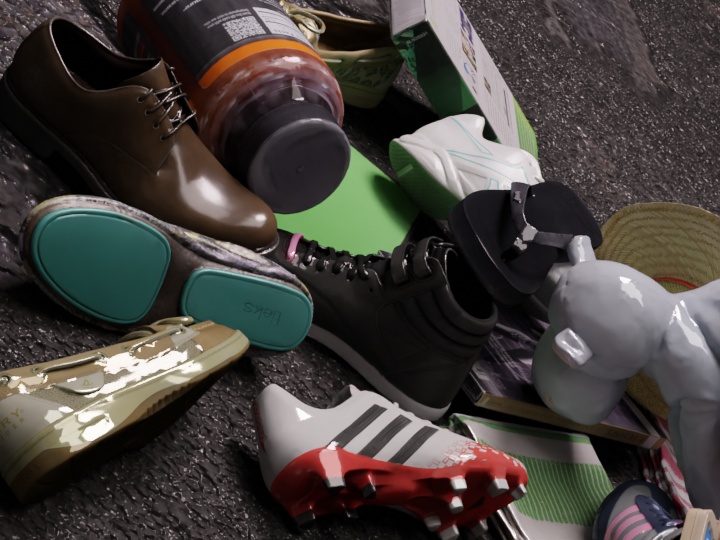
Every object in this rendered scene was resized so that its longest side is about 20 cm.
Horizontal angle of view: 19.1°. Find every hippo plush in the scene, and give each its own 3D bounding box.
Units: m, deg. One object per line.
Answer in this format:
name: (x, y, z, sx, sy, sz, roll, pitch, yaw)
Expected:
hippo plush: (0.193, 0.064, 1.351, 0.160, 0.200, 0.160, 10, 50, -10)

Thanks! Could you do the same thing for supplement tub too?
supplement tub: (-0.079, -0.120, 1.380, 0.107, 0.107, 0.200, 18, 26, -39)

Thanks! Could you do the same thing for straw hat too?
straw hat: (0.224, 0.056, 1.507, 0.201, 0.201, 0.085, 41, 55, -1)

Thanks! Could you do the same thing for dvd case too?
dvd case: (0.109, 0.056, 1.470, 0.199, 0.016, 0.149, 16, 28, -44)

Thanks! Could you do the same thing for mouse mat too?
mouse mat: (-0.035, -0.060, 1.487, 0.161, 0.008, 0.200, 40, 25, -4)

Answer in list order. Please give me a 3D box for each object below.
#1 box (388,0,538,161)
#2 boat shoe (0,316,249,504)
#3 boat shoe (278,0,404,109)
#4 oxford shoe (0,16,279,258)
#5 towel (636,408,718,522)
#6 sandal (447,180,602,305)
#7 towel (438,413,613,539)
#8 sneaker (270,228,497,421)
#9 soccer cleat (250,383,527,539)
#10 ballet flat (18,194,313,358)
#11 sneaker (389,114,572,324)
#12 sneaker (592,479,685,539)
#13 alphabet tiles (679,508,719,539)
box: (0.082, -0.140, 1.657, 0.200, 0.036, 0.145, 55, 18, -27)
boat shoe: (-0.127, 0.057, 1.105, 0.063, 0.073, 0.200, 50, 34, 7)
boat shoe: (-0.040, -0.173, 1.584, 0.200, 0.063, 0.073, 8, 38, -53)
oxford shoe: (-0.126, -0.078, 1.280, 0.200, 0.085, 0.073, 36, 34, 0)
towel: (0.264, 0.173, 1.509, 0.146, 0.030, 0.200, 30, 27, -24)
sandal: (0.114, -0.031, 1.406, 0.076, 0.043, 0.200, 53, 27, 4)
towel: (0.142, 0.176, 1.344, 0.152, 0.023, 0.200, 13, 37, -46)
sneaker: (0.000, 0.000, 1.335, 0.200, 0.099, 0.071, 36, 28, -7)
soccer cleat: (0.020, 0.106, 1.235, 0.199, 0.069, 0.085, 8, 45, -42)
ballet flat: (-0.120, 0.003, 1.222, 0.200, 0.072, 0.072, 21, 32, -37)
sneaker: (0.108, -0.043, 1.521, 0.080, 0.071, 0.200, -31, 62, -20)
sneaker: (0.185, 0.174, 1.288, 0.070, 0.082, 0.200, 36, 25, -9)
alphabet tiles: (0.195, 0.227, 1.184, 0.200, 0.015, 0.196, 67, 34, -42)
